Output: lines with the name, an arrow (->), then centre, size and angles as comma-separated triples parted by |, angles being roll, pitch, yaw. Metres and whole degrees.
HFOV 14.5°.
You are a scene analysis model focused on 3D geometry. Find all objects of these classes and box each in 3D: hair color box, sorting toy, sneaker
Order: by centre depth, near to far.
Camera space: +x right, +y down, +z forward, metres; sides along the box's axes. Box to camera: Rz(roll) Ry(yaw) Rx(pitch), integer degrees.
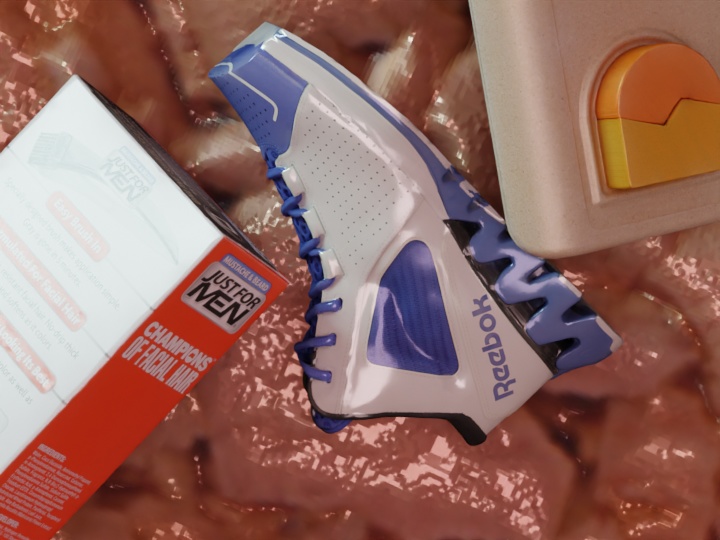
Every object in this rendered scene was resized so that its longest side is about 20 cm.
hair color box -> -0.138, 0.035, 1.127 | 0.200, 0.064, 0.111 | -47, 58, 4
sorting toy -> 0.139, -0.112, 1.128 | 0.199, 0.036, 0.186 | -13, 97, -24
sneaker -> 0.001, 0.001, 1.144 | 0.199, 0.081, 0.115 | 44, 91, -7
